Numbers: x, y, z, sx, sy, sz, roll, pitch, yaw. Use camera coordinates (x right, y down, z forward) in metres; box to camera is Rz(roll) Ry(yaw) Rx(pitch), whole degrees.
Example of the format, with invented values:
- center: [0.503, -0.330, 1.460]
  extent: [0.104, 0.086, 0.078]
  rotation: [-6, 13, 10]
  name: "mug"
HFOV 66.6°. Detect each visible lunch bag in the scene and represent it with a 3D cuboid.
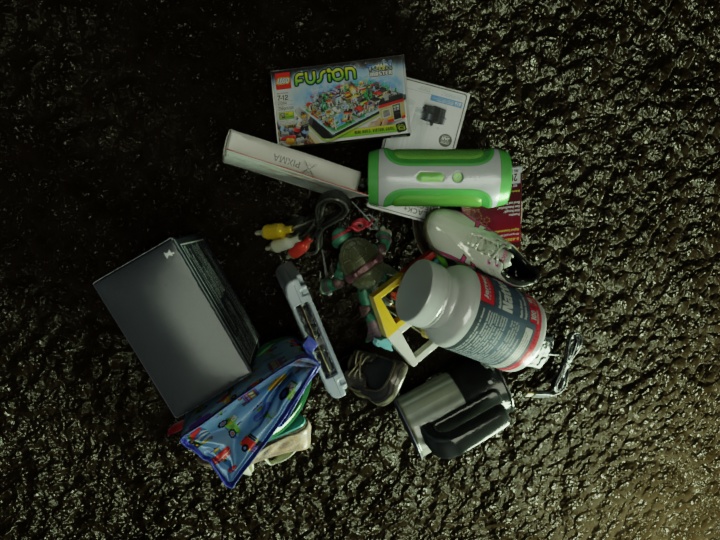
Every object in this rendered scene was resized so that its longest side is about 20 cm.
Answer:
- center: [-0.137, 0.162, 0.742]
  extent: [0.200, 0.150, 0.094]
  rotation: [-45, 101, -10]
  name: "lunch bag"

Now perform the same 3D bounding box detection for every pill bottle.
- center: [0.156, 0.061, 0.786]
  extent: [0.198, 0.120, 0.121]
  rotation: [22, 99, -24]
  name: "pill bottle"

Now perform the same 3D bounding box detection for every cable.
- center: [-0.073, -0.056, 0.819]
  extent: [0.097, 0.198, 0.051]
  rotation: [36, 60, -29]
  name: "cable"

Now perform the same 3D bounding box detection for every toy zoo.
- center: [0.098, 0.052, 0.838]
  extent: [0.199, 0.020, 0.132]
  rotation: [-36, 108, -16]
  name: "toy zoo"

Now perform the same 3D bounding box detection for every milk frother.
- center: [0.146, 0.194, 0.937]
  extent: [0.186, 0.181, 0.203]
  rotation: [-26, 87, -6]
  name: "milk frother"

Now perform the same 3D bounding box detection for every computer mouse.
- center: [0.313, 0.170, 1.027]
  extent: [0.196, 0.046, 0.143]
  rotation: [4, 108, -19]
  name: "computer mouse"

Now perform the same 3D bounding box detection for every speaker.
- center: [0.110, -0.132, 0.782]
  extent: [0.196, 0.089, 0.090]
  rotation: [1, 105, 3]
  name: "speaker"

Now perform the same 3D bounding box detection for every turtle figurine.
- center: [0.000, 0.000, 0.855]
  extent: [0.148, 0.101, 0.202]
  rotation: [-32, 90, 2]
  name: "turtle figurine"

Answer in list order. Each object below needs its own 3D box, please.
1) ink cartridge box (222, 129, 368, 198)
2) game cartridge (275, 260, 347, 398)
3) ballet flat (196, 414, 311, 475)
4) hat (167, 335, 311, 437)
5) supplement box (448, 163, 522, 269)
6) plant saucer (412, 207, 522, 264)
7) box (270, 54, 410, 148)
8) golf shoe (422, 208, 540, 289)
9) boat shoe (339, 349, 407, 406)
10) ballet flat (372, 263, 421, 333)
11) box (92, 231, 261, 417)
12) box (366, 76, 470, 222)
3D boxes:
- center: [-0.094, -0.150, 0.776]
  extent: [0.197, 0.173, 0.044]
  rotation: [16, 90, -16]
  name: "ink cartridge box"
- center: [-0.079, 0.089, 0.864]
  extent: [0.040, 0.133, 0.203]
  rotation: [-23, 107, -5]
  name: "game cartridge"
- center: [-0.176, 0.311, 0.938]
  extent: [0.197, 0.068, 0.068]
  rotation: [-14, 114, -7]
  name: "ballet flat"
- center: [-0.207, 0.182, 0.920]
  extent: [0.199, 0.174, 0.169]
  rotation: [-29, 121, -47]
  name: "hat"
- center: [0.202, -0.067, 0.895]
  extent: [0.107, 0.061, 0.204]
  rotation: [-7, 107, -11]
  name: "supplement box"
- center: [0.178, -0.092, 0.931]
  extent: [0.196, 0.032, 0.204]
  rotation: [-4, 105, -13]
  name: "plant saucer"
- center: [-0.029, -0.245, 0.805]
  extent: [0.196, 0.035, 0.112]
  rotation: [-5, 97, 6]
  name: "box"
- center: [0.180, -0.035, 0.804]
  extent: [0.198, 0.092, 0.074]
  rotation: [27, 78, -26]
  name: "golf shoe"
- center: [0.008, 0.168, 0.877]
  extent: [0.073, 0.200, 0.075]
  rotation: [30, 68, -13]
  name: "boat shoe"
- center: [0.069, 0.047, 0.925]
  extent: [0.199, 0.062, 0.068]
  rotation: [34, 95, -18]
  name: "ballet flat"
- center: [-0.242, 0.063, 0.771]
  extent: [0.122, 0.198, 0.202]
  rotation: [-29, 98, -4]
  name: "box"
- center: [0.088, -0.182, 0.851]
  extent: [0.115, 0.060, 0.203]
  rotation: [16, 98, 2]
  name: "box"
